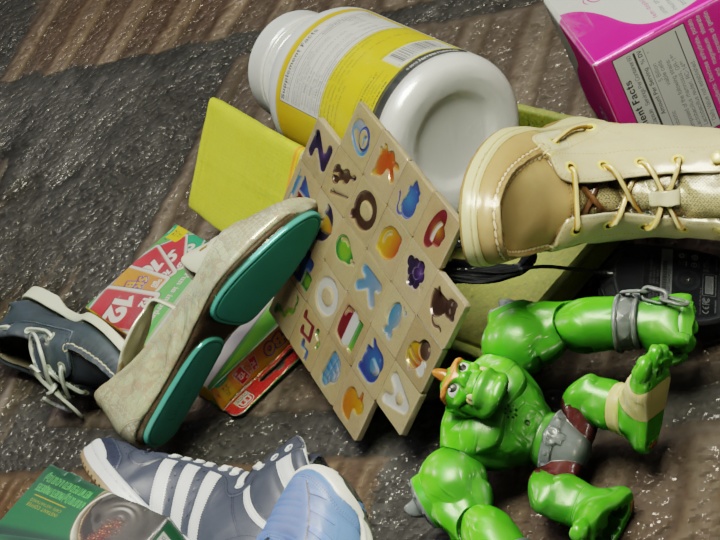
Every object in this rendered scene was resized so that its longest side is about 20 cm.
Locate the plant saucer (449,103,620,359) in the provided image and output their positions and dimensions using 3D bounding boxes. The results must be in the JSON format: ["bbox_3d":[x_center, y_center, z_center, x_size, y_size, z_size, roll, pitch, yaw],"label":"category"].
[{"bbox_3d":[0.087,-0.021,1.164,0.199,0.048,0.200,19,59,46],"label":"plant saucer"}]

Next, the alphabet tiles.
[{"bbox_3d":[0.000,0.000,1.096,0.200,0.006,0.167,54,129,42],"label":"alphabet tiles"}]

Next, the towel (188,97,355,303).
[{"bbox_3d":[-0.059,-0.051,1.205,0.200,0.018,0.086,33,113,51],"label":"towel"}]

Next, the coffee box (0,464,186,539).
[{"bbox_3d":[-0.196,0.208,0.991,0.123,0.044,0.200,15,56,45],"label":"coffee box"}]

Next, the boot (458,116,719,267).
[{"bbox_3d":[0.158,-0.042,0.999,0.155,0.073,0.200,8,16,31],"label":"boot"}]

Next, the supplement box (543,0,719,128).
[{"bbox_3d":[0.241,-0.171,1.187,0.200,0.103,0.101,-27,37,3],"label":"supplement box"}]

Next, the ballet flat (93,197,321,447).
[{"bbox_3d":[-0.105,0.023,1.131,0.062,0.067,0.200,40,97,23],"label":"ballet flat"}]

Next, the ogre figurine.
[{"bbox_3d":[0.100,0.093,0.988,0.120,0.098,0.201,16,88,30],"label":"ogre figurine"}]

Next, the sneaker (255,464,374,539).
[{"bbox_3d":[-0.051,0.195,0.941,0.076,0.077,0.201,-2,62,41],"label":"sneaker"}]

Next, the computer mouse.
[{"bbox_3d":[0.134,0.008,1.055,0.199,0.034,0.059,9,55,6],"label":"computer mouse"}]

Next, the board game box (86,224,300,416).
[{"bbox_3d":[-0.110,0.033,1.259,0.096,0.030,0.200,-44,41,-16],"label":"board game box"}]

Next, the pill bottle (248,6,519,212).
[{"bbox_3d":[0.008,-0.114,1.193,0.112,0.112,0.200,-41,37,-14],"label":"pill bottle"}]

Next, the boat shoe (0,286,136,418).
[{"bbox_3d":[-0.206,0.062,1.249,0.062,0.075,0.200,-43,37,-19],"label":"boat shoe"}]

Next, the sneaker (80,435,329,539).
[{"bbox_3d":[-0.084,0.135,1.079,0.109,0.070,0.200,-45,45,-11],"label":"sneaker"}]
